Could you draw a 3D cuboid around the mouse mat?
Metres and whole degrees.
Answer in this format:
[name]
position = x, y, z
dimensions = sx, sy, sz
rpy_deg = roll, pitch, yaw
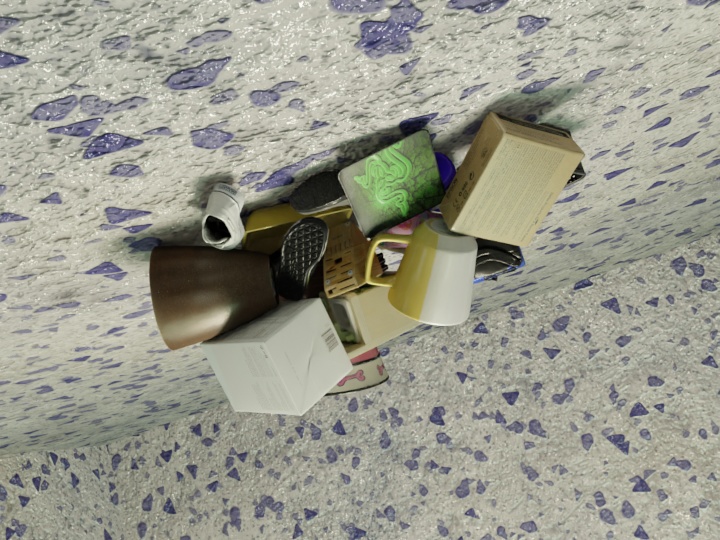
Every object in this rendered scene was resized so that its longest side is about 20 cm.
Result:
[mouse mat]
position = 0.056, -0.137, 1.377
dimensions = 0.160, 0.008, 0.200
rpy_deg = -27, 145, 0

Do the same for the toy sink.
[toy sink]
position = 0.000, 0.079, 1.612
dimensions = 0.199, 0.113, 0.130
rpy_deg = -24, -168, -27

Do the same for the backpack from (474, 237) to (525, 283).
[backpack]
position = 0.262, -0.043, 1.925
dimensions = 0.199, 0.163, 0.168
rpy_deg = -20, 170, 11

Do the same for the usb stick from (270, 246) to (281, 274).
[usb stick]
position = -0.157, -0.015, 1.596
dimensions = 0.055, 0.033, 0.200
rpy_deg = -5, 162, -38

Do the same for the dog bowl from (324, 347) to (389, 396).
[dog bowl]
position = -0.046, 0.193, 1.681
dimensions = 0.199, 0.074, 0.200
rpy_deg = -8, -176, 1

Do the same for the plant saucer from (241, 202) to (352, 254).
[plant saucer]
position = -0.128, -0.080, 1.543
dimensions = 0.199, 0.049, 0.200
rpy_deg = -14, 167, -14

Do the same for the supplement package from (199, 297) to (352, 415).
[supplement package]
position = -0.153, 0.154, 1.518
dimensions = 0.199, 0.152, 0.151
rpy_deg = -7, -156, 47

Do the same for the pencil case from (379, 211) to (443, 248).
[pencil case]
position = 0.111, -0.074, 1.611
dimensions = 0.087, 0.088, 0.199
rpy_deg = -4, -168, -43

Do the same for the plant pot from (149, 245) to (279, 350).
[plant pot]
position = -0.250, 0.034, 1.494
dimensions = 0.199, 0.188, 0.187
rpy_deg = -9, 167, 1

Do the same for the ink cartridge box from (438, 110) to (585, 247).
[ink cartridge box]
position = 0.249, -0.149, 1.405
dimensions = 0.164, 0.075, 0.201
rpy_deg = 10, 125, -26

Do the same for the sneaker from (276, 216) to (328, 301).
[sneaker]
position = -0.102, -0.034, 1.468
dimensions = 0.071, 0.083, 0.200
rpy_deg = 25, 133, -3

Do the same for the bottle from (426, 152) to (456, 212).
[bottle]
position = 0.141, -0.151, 1.530
dimensions = 0.083, 0.065, 0.200
rpy_deg = -42, 165, 3

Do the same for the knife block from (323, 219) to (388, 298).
[knife block]
position = 0.000, 0.000, 1.563
dimensions = 0.064, 0.201, 0.176
rpy_deg = -22, 136, 20

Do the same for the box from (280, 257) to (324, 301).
[box]
position = -0.068, 0.052, 1.742
dimensions = 0.165, 0.201, 0.164
rpy_deg = -10, -175, -29

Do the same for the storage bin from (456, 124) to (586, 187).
[storage bin]
position = 0.297, -0.181, 1.562
dimensions = 0.200, 0.094, 0.135
rpy_deg = -26, 164, 37

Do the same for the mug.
[mug]
position = 0.120, -0.005, 1.456
dimensions = 0.186, 0.149, 0.154
rpy_deg = -5, 120, -33

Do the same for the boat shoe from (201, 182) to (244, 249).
[boat shoe]
position = -0.232, -0.072, 1.365
dimensions = 0.073, 0.066, 0.200
rpy_deg = 22, 156, 3

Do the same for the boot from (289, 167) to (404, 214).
[boot]
position = -0.009, -0.113, 1.420
dimensions = 0.199, 0.070, 0.132
rpy_deg = -17, 146, 8

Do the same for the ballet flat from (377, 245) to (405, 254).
[ballet flat]
position = 0.093, -0.051, 1.722
dimensions = 0.067, 0.047, 0.199
rpy_deg = -29, -149, -35
